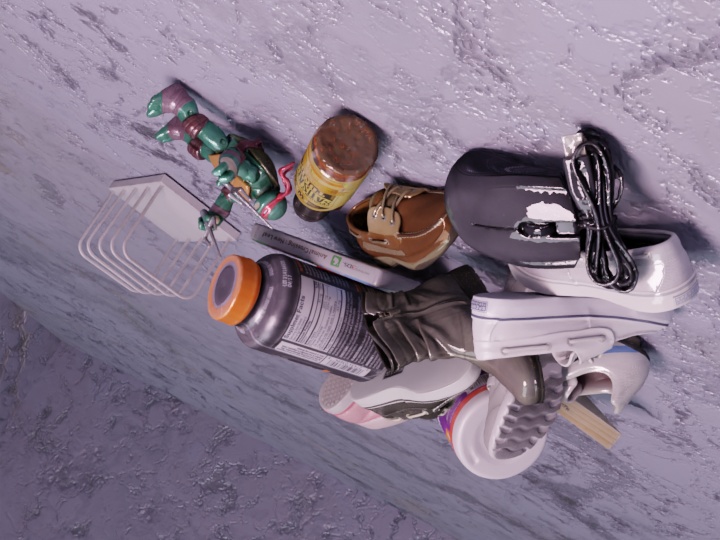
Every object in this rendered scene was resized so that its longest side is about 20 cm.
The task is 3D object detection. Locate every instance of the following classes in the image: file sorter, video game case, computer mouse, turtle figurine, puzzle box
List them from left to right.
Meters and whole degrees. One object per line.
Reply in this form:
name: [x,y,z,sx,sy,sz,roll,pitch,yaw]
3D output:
file sorter: [-0.297,-0.042,1.534,0.139,0.125,0.200,40,161,-27]
turtle figurine: [-0.142,-0.101,1.138,0.200,0.101,0.150,48,149,16]
video game case: [0.000,0.000,1.222,0.182,0.022,0.200,20,180,34]
computer mouse: [0.128,-0.049,0.882,0.200,0.053,0.139,15,129,54]
puzzle box: [0.203,0.122,1.257,0.200,0.025,0.133,36,-171,-17]

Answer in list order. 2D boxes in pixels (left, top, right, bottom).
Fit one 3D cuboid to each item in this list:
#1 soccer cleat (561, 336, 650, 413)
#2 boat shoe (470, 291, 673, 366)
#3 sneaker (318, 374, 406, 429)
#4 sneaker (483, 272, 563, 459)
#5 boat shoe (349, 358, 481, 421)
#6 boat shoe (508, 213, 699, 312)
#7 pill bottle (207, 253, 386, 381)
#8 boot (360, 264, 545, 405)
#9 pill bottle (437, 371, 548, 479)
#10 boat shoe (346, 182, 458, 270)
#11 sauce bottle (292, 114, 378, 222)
soccer cleat: [0.206,0.089,1.147,0.199,0.087,0.070,18,159,36]
boat shoe: [0.190,0.054,0.975,0.199,0.066,0.074,1,-176,-15]
sneaker: [0.048,0.120,1.353,0.105,0.200,0.075,35,-165,-32]
sneaker: [0.164,0.097,1.115,0.074,0.201,0.082,7,-168,-33]
boat shoe: [0.070,0.123,1.158,0.064,0.071,0.200,40,150,-21]
boat shoe: [0.196,-0.015,0.919,0.200,0.072,0.069,22,136,59]
pill bottle: [-0.063,0.046,1.159,0.199,0.107,0.106,21,169,-31]
boot: [0.083,0.077,1.044,0.200,0.130,0.068,-125,24,-48]
pill bottle: [0.141,0.155,1.292,0.111,0.112,0.200,36,-172,-19]
boat shoe: [0.039,-0.047,1.062,0.074,0.076,0.200,39,161,-15]
sauce bottle: [-0.032,-0.091,1.066,0.066,0.066,0.200,31,162,-2]
